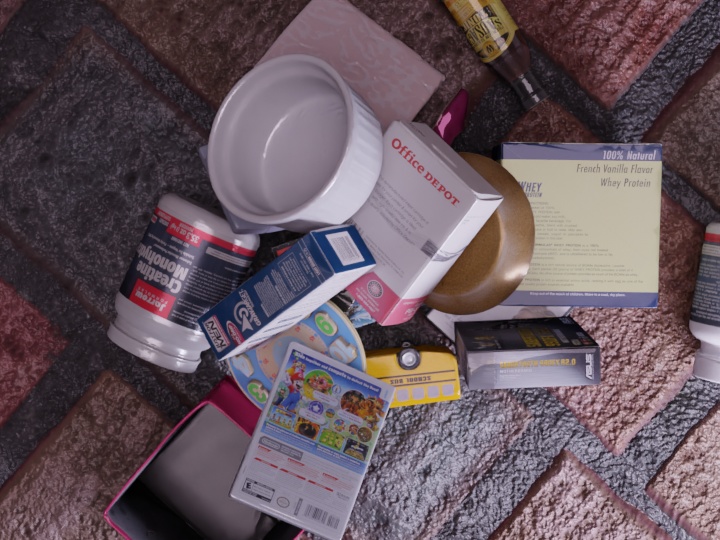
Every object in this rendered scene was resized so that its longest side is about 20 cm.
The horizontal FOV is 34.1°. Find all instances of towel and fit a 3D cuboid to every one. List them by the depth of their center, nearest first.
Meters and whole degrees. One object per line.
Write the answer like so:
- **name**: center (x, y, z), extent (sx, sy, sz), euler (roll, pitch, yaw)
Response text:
- **towel**: center (-0.013, -0.247, 1.493), extent (0.200, 0.032, 0.191), euler (37, 57, -3)

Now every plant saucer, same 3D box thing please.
- **plant saucer**: center (0.113, -0.044, 1.428), extent (0.200, 0.035, 0.201), euler (2, 93, 30)

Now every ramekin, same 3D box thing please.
- **ramekin**: center (-0.070, -0.139, 1.356), extent (0.200, 0.098, 0.201), euler (-9, 73, 29)

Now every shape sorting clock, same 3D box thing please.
- **shape sorting clock**: center (-0.086, 0.110, 1.482), extent (0.199, 0.039, 0.201), euler (9, 117, 18)

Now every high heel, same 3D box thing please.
- **high heel**: center (0.122, -0.131, 1.528), extent (0.096, 0.067, 0.200), euler (25, 107, 6)

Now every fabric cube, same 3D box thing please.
- **fabric cube**: center (-0.174, 0.277, 1.488), extent (0.200, 0.199, 0.196), euler (42, 93, -3)

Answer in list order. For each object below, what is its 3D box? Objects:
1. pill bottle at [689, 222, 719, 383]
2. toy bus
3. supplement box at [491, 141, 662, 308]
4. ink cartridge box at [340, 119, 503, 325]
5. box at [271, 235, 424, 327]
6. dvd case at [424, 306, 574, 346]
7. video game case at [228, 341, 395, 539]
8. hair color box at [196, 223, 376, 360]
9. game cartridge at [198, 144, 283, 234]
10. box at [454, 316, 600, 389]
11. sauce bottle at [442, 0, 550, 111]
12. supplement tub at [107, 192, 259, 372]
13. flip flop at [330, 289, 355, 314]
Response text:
- **pill bottle**: center (0.490, 0.045, 1.513), extent (0.119, 0.120, 0.201), euler (10, 94, -1)
- **toy bus**: center (0.027, 0.140, 1.547), extent (0.199, 0.065, 0.079), euler (-7, 95, 0)
- **supplement box**: center (0.265, -0.059, 1.479), extent (0.199, 0.134, 0.200), euler (0, 94, 1)
- **ink cartridge box**: center (0.051, -0.057, 1.394), extent (0.147, 0.083, 0.200), euler (46, 114, 21)
- **box**: center (0.000, 0.000, 1.529), extent (0.200, 0.040, 0.137), euler (-19, 94, 15)
- **dvd case**: center (0.203, 0.035, 1.563), extent (0.143, 0.018, 0.200), euler (42, 92, -2)
- **video game case**: center (-0.055, 0.203, 1.397), extent (0.143, 0.018, 0.200), euler (25, 69, -9)
- **hair color box**: center (-0.088, 0.025, 1.377), extent (0.200, 0.100, 0.061), euler (-37, 78, 28)
- **game cartridge**: center (-0.087, -0.123, 1.465), extent (0.200, 0.040, 0.134), euler (-21, 80, -20)
- **box**: center (0.202, 0.099, 1.458), extent (0.158, 0.200, 0.048), euler (-2, 98, 1)
- **sauce bottle**: center (0.177, -0.300, 1.518), extent (0.066, 0.066, 0.200), euler (-35, 91, 2)
- **supplement tub**: center (-0.227, 0.015, 1.501), extent (0.140, 0.140, 0.200), euler (25, 93, -1)
- **flip flop**: center (-0.074, 0.057, 1.509), extent (0.081, 0.058, 0.200), euler (41, 122, 0)
